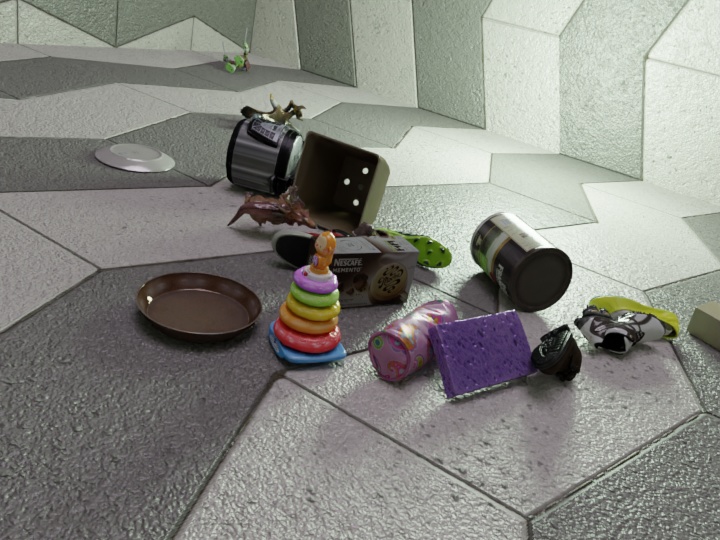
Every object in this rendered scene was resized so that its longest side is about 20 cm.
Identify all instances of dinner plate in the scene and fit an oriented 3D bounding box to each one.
[{"bbox_3d":[-0.584,-0.299,1.664,0.197,0.025,0.201,10,24,-5],"label":"dinner plate"}]

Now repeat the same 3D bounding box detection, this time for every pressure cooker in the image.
[{"bbox_3d":[-0.225,-0.284,1.632,0.197,0.178,0.179,16,0,3],"label":"pressure cooker"}]

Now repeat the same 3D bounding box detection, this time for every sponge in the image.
[{"bbox_3d":[0.201,0.132,1.041,0.198,0.030,0.113,-6,72,-37],"label":"sponge"}]

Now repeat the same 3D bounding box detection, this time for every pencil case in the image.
[{"bbox_3d":[0.090,0.110,1.050,0.087,0.089,0.199,24,25,24],"label":"pencil case"}]

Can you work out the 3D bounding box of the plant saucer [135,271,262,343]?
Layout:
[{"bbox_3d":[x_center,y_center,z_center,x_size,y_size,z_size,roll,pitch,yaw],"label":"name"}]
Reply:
[{"bbox_3d":[-0.258,0.061,1.029,0.197,0.035,0.201,11,23,-5],"label":"plant saucer"}]

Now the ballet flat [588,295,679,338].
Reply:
[{"bbox_3d":[0.583,0.103,1.353,0.197,0.067,0.068,13,45,-5],"label":"ballet flat"}]

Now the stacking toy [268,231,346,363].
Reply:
[{"bbox_3d":[-0.069,0.035,0.979,0.108,0.203,0.116,0,27,-27],"label":"stacking toy"}]

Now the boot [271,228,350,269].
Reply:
[{"bbox_3d":[-0.095,-0.056,1.334,0.197,0.073,0.145,13,22,-21],"label":"boot"}]

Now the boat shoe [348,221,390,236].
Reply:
[{"bbox_3d":[0.037,-0.053,1.323,0.072,0.060,0.199,45,11,25],"label":"boat shoe"}]

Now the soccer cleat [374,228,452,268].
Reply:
[{"bbox_3d":[0.114,-0.057,1.452,0.197,0.068,0.081,17,11,9],"label":"soccer cleat"}]

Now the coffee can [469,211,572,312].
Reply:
[{"bbox_3d":[0.344,-0.023,1.391,0.144,0.148,0.200,4,25,-19],"label":"coffee can"}]

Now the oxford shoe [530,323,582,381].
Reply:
[{"bbox_3d":[0.343,0.148,1.082,0.085,0.072,0.199,62,26,7],"label":"oxford shoe"}]

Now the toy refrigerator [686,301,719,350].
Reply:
[{"bbox_3d":[0.810,0.149,1.360,0.075,0.071,0.200,-11,32,-30],"label":"toy refrigerator"}]

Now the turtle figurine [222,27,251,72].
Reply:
[{"bbox_3d":[-0.626,-1.077,3.180,0.142,0.202,0.195,-3,33,2],"label":"turtle figurine"}]

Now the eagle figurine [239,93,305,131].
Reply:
[{"bbox_3d":[-0.308,-0.544,2.260,0.198,0.152,0.152,-29,-6,-16],"label":"eagle figurine"}]

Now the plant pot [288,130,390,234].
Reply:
[{"bbox_3d":[-0.033,-0.208,1.560,0.198,0.203,0.177,22,14,20],"label":"plant pot"}]

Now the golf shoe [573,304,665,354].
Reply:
[{"bbox_3d":[0.519,0.131,1.259,0.197,0.078,0.095,6,42,-13],"label":"golf shoe"}]

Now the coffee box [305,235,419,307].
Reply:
[{"bbox_3d":[0.000,0.000,1.201,0.198,0.114,0.080,-2,27,-32],"label":"coffee box"}]

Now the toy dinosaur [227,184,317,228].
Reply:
[{"bbox_3d":[-0.194,-0.130,1.369,0.197,0.087,0.136,-5,13,-4],"label":"toy dinosaur"}]
